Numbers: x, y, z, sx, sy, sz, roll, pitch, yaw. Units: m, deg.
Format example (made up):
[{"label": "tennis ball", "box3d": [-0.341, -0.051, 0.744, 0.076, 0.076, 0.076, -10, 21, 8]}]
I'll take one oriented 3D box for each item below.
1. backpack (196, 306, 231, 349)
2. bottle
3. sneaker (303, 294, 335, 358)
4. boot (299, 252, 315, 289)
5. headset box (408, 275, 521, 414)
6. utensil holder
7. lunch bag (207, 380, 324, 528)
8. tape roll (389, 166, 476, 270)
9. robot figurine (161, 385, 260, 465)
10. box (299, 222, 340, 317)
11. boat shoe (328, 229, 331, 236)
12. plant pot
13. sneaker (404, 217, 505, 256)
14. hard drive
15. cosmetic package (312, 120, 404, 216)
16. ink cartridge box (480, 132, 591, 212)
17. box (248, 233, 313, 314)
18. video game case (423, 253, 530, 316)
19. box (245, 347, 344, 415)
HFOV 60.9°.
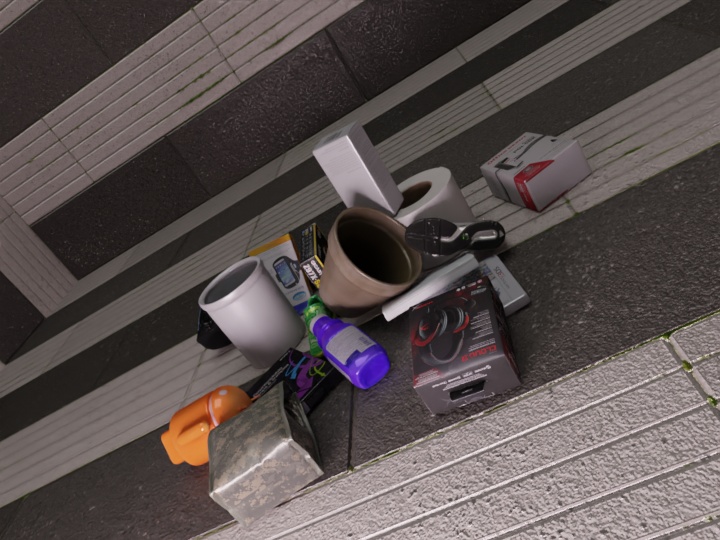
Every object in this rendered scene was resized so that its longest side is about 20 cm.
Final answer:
[{"label": "backpack", "box3d": [-0.355, 0.106, 1.633, 0.162, 0.154, 0.201, -35, 45, 5]}, {"label": "bottle", "box3d": [-0.029, 0.143, 1.152, 0.083, 0.066, 0.199, -37, 37, -17]}, {"label": "sneaker", "box3d": [-0.093, 0.119, 1.308, 0.074, 0.084, 0.200, -31, 24, 5]}, {"label": "boot", "box3d": [-0.165, 0.006, 1.651, 0.173, 0.067, 0.201, -21, 25, 8]}, {"label": "headset box", "box3d": [0.159, 0.121, 0.956, 0.147, 0.075, 0.201, -23, 34, 19]}, {"label": "utensil holder", "box3d": [-0.242, 0.096, 1.402, 0.169, 0.201, 0.171, -28, 25, 14]}, {"label": "lunch bag", "box3d": [-0.167, 0.295, 1.034, 0.163, 0.118, 0.200, -35, 28, 2]}, {"label": "tape roll", "box3d": [0.144, -0.114, 1.367, 0.201, 0.140, 0.203, -28, 24, 13]}, {"label": "robot figurine", "box3d": [-0.286, 0.298, 1.187, 0.199, 0.144, 0.117, -31, 45, 12]}, {"label": "box", "box3d": [-0.079, -0.004, 1.427, 0.049, 0.161, 0.200, -29, 23, 9]}, {"label": "boat shoe", "box3d": [-0.016, -0.044, 1.440, 0.069, 0.071, 0.201, -58, 36, 37]}, {"label": "plant pot", "box3d": [0.000, 0.000, 1.249, 0.174, 0.199, 0.201, -52, 7, 42]}, {"label": "sneaker", "box3d": [0.194, -0.063, 1.240, 0.198, 0.077, 0.115, 1, -2, 16]}, {"label": "hard drive", "box3d": [0.133, 0.030, 1.194, 0.199, 0.026, 0.132, -32, 1, 4]}, {"label": "cosmetic package", "box3d": [-0.002, -0.201, 1.296, 0.101, 0.201, 0.074, -15, 30, 36]}, {"label": "ink cartridge box", "box3d": [0.374, -0.220, 1.332, 0.146, 0.083, 0.200, -37, 24, -4]}, {"label": "box", "box3d": [-0.194, 0.024, 1.533, 0.118, 0.202, 0.041, -22, -10, 9]}, {"label": "video game case", "box3d": [0.191, 0.061, 1.120, 0.199, 0.024, 0.182, -32, 23, 8]}, {"label": "box", "box3d": [-0.137, 0.229, 1.220, 0.143, 0.036, 0.199, -45, 24, -22]}]
